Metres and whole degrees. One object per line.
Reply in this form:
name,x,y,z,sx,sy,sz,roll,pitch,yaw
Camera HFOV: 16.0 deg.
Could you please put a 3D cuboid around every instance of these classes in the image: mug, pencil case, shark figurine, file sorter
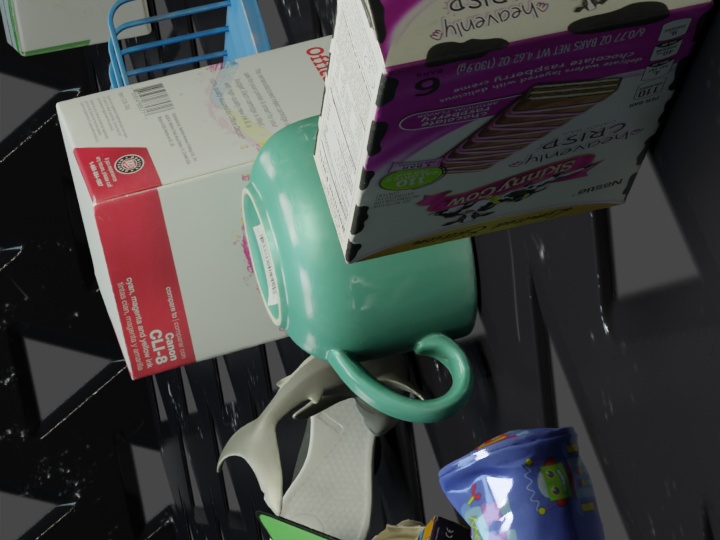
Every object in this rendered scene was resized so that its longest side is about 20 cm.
mug,-0.002,-0.011,1.540,0.185,0.114,0.152,-114,15,-47
pencil case,0.098,0.183,1.344,0.087,0.078,0.200,-26,76,57
shark figurine,0.000,0.085,1.708,0.089,0.214,0.128,30,112,23
file sorter,-0.137,-0.136,2.101,0.200,0.123,0.139,101,154,-68

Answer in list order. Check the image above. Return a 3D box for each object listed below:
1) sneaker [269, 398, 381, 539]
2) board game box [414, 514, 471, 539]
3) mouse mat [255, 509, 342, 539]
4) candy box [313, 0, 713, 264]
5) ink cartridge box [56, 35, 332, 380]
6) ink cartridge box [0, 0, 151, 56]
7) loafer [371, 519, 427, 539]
sneaker,-0.020,0.171,1.901,0.099,0.071,0.200,84,-164,-65
board game box,0.015,0.273,1.551,0.165,0.057,0.200,-52,16,41
mouse mat,0.014,0.251,1.762,0.161,0.008,0.200,15,140,49
candy box,0.057,-0.077,1.071,0.200,0.136,0.061,102,154,-69
ink cartridge box,-0.081,-0.045,1.697,0.145,0.200,0.145,-118,15,-56
ink cartridge box,-0.320,-0.294,2.823,0.200,0.146,0.083,-146,45,-74
loafer,0.034,0.203,1.750,0.076,0.068,0.200,48,155,-6
